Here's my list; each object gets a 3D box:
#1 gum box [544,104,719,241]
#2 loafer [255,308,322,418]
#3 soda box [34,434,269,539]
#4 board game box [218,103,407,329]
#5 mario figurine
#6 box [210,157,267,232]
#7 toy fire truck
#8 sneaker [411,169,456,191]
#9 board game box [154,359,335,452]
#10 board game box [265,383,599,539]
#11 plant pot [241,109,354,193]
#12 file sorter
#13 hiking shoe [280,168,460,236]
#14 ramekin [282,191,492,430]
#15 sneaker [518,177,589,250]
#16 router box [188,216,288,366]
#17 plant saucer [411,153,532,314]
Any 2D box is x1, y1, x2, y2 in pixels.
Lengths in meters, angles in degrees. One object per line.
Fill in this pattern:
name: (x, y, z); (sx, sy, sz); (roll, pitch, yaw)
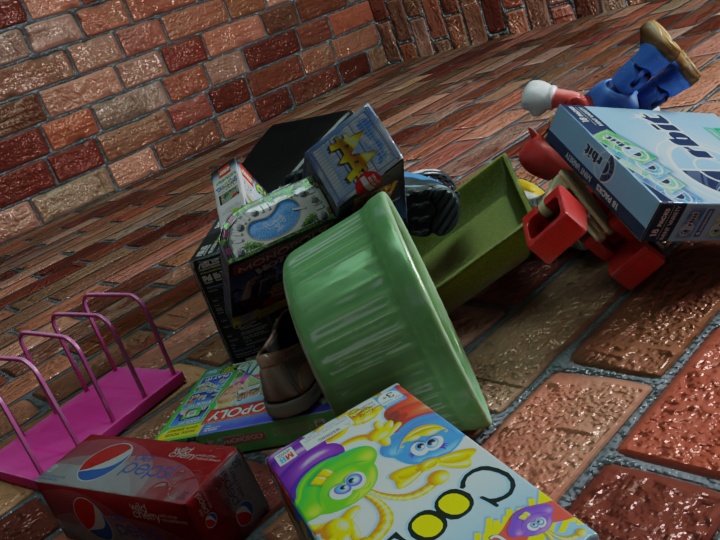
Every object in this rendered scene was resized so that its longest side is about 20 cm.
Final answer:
gum box: (0.303, -0.095, 0.712); (0.199, 0.045, 0.170); (-2, 40, -21)
loafer: (-0.058, 0.065, 0.736); (0.071, 0.063, 0.200); (-17, 19, 12)
soda box: (-0.177, 0.184, 0.621); (0.199, 0.064, 0.070); (-6, 23, 36)
board game box: (-0.036, -0.048, 0.663); (0.199, 0.062, 0.200); (-26, -19, -18)
mario figurine: (0.253, -0.180, 0.818); (0.200, 0.124, 0.106); (-39, -2, 28)
box: (-0.088, -0.023, 0.842); (0.035, 0.200, 0.110); (-31, 44, 11)
toy fire truck: (0.227, -0.055, 0.733); (0.049, 0.141, 0.200); (-47, 14, 34)
sneaker: (0.025, -0.080, 0.970); (0.199, 0.072, 0.083); (-24, 22, -9)
board game box: (-0.089, 0.126, 0.744); (0.199, 0.029, 0.135); (-14, 19, 18)
board game box: (0.036, 0.159, 0.411); (0.103, 0.105, 0.200); (-27, 19, -16)
plant pot: (-0.084, -0.092, 1.104); (0.199, 0.200, 0.177); (3, 41, 49)
file sorter: (-0.331, 0.124, 0.845); (0.138, 0.126, 0.200); (-3, 25, 39)
hiking shoe: (0.011, -0.076, 0.842); (0.199, 0.075, 0.087); (10, 17, 3)
ramekin: (0.019, 0.048, 0.601); (0.097, 0.201, 0.200); (-25, 18, 6)
sneaker: (0.205, -0.051, 0.881); (0.082, 0.078, 0.200); (-36, 17, -8)
router box: (-0.129, 0.015, 0.897); (0.062, 0.151, 0.200); (-18, 20, 6)
plant saucer: (0.106, -0.021, 0.829); (0.199, 0.048, 0.200); (-38, 19, 18)
